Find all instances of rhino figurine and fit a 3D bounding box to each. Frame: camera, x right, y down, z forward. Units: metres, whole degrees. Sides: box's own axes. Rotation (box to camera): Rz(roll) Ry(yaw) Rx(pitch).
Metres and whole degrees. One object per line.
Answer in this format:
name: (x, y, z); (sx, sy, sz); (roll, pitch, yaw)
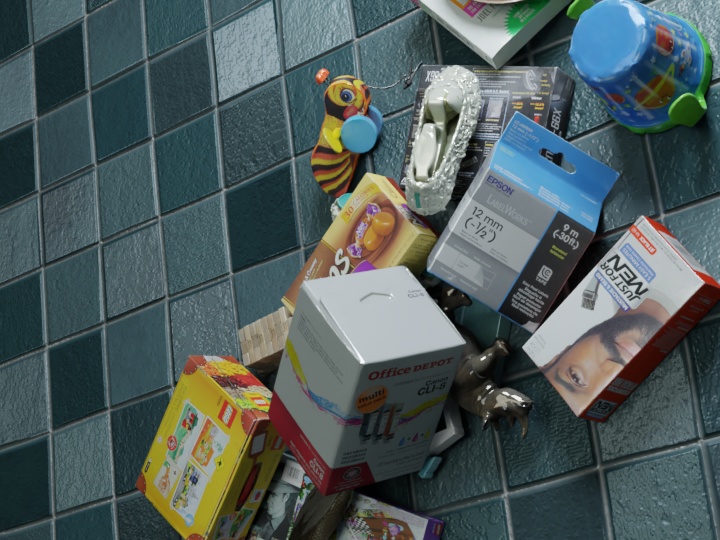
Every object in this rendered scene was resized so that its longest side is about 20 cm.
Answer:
rhino figurine: (0.131, 0.110, 1.692); (0.087, 0.060, 0.201); (-39, 69, 13)

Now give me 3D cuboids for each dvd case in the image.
dvd case: (-0.135, 0.326, 1.888); (0.145, 0.022, 0.203); (15, 89, 39)

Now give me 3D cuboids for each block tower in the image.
block tower: (-0.069, 0.070, 1.880); (0.199, 0.058, 0.055); (-29, 62, 30)

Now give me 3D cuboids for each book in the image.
book: (0.146, -0.345, 1.802); (0.133, 0.048, 0.200); (-43, 57, -5)

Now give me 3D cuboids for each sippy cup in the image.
sippy cup: (0.298, -0.234, 1.628); (0.176, 0.130, 0.142); (9, 83, 39)

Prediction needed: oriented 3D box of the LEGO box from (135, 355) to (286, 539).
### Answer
LEGO box: (-0.183, 0.230, 1.867); (0.149, 0.077, 0.202); (38, 112, 36)

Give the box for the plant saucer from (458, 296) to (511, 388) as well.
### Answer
plant saucer: (0.144, 0.058, 1.744); (0.069, 0.019, 0.203); (7, 84, 39)

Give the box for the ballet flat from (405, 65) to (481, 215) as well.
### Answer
ballet flat: (0.093, -0.161, 1.707); (0.071, 0.072, 0.202); (-6, 60, 36)

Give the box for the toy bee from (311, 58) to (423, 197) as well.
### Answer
toy bee: (-0.019, -0.201, 1.874); (0.108, 0.131, 0.202); (30, 93, -3)

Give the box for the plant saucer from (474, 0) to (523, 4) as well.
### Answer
plant saucer: (0.183, -0.393, 1.766); (0.198, 0.037, 0.203); (-8, 64, 17)

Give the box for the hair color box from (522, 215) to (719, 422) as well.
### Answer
hair color box: (0.283, 0.054, 1.609); (0.201, 0.064, 0.111); (-51, 55, 18)

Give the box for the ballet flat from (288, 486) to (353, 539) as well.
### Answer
ballet flat: (-0.059, 0.325, 1.768); (0.202, 0.046, 0.067); (-60, 21, 3)

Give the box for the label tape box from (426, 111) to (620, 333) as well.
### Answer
label tape box: (0.183, -0.054, 1.663); (0.142, 0.066, 0.201); (30, 103, -3)

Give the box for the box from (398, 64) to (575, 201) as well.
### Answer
box: (0.148, -0.162, 1.776); (0.198, 0.050, 0.160); (6, 82, 38)

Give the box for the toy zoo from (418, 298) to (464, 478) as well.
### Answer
toy zoo: (0.059, 0.150, 1.772); (0.131, 0.020, 0.203); (-28, 63, 39)

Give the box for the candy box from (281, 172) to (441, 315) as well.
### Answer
candy box: (0.000, 0.000, 1.764); (0.201, 0.056, 0.117); (-54, 54, 21)

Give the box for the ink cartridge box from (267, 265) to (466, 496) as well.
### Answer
ink cartridge box: (0.004, 0.121, 1.674); (0.145, 0.144, 0.202); (50, 138, 39)

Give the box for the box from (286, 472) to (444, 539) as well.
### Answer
box: (-0.004, 0.336, 1.772); (0.198, 0.039, 0.139); (15, 87, 39)

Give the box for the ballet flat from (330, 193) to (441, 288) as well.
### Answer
ballet flat: (0.034, -0.023, 1.830); (0.200, 0.071, 0.072); (43, 105, 39)
